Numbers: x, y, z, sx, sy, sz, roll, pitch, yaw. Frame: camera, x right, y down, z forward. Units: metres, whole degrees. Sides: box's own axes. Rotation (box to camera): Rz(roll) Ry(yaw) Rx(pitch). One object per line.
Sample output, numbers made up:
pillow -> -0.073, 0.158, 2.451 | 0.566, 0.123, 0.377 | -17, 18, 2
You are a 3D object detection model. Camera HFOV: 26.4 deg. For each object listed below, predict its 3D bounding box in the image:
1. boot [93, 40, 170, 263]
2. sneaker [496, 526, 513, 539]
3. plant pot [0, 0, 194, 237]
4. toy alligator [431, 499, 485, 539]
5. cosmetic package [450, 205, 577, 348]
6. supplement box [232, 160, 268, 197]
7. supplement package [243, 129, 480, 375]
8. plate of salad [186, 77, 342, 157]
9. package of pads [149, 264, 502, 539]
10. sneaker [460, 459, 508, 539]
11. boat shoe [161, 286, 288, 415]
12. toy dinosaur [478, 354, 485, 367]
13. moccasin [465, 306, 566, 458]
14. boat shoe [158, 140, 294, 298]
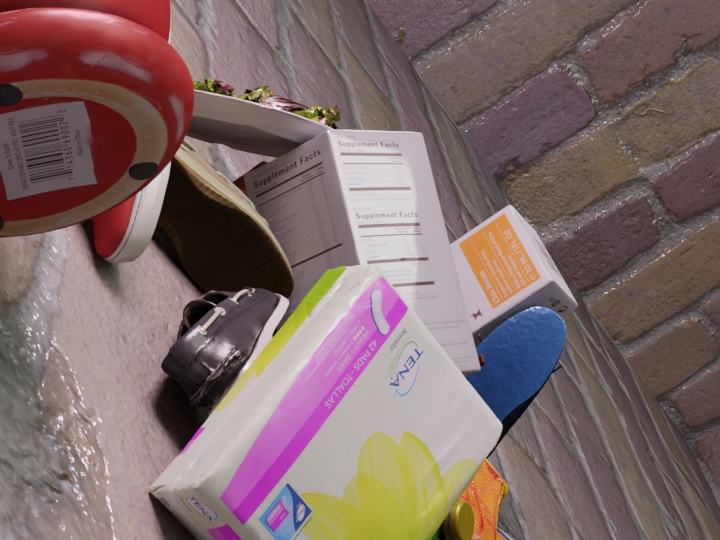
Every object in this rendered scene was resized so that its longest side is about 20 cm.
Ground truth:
boot -> -0.203, -0.106, 1.026 | 0.144, 0.072, 0.201 | 12, 63, -33
sneaker -> 0.109, 0.281, 1.218 | 0.200, 0.077, 0.112 | 62, 12, 22
plant pot -> -0.194, -0.129, 0.810 | 0.200, 0.200, 0.183 | 37, 32, -58
toy alligator -> 0.060, 0.219, 1.094 | 0.200, 0.059, 0.054 | 65, 36, -35
cosmetic package -> 0.095, 0.039, 1.480 | 0.071, 0.200, 0.102 | 39, 20, -53
supplement box -> -0.051, 0.009, 1.309 | 0.200, 0.066, 0.069 | 53, 13, -17
supplement package -> 0.000, 0.000, 1.220 | 0.109, 0.114, 0.201 | -3, 76, -45
plate of salad -> -0.097, -0.131, 1.256 | 0.200, 0.200, 0.048 | 26, 76, -68
package of pads -> -0.012, 0.116, 0.944 | 0.155, 0.068, 0.200 | 52, 56, -20
sneaker -> 0.089, 0.191, 1.234 | 0.200, 0.077, 0.073 | -103, -161, -49
boat shoe -> -0.096, 0.043, 1.042 | 0.060, 0.074, 0.200 | 38, 15, -8
toy dinosaur -> 0.024, 0.008, 1.439 | 0.105, 0.199, 0.182 | 68, 26, -71
moccasin -> 0.116, 0.116, 1.429 | 0.080, 0.200, 0.068 | 40, 0, 10
boat shoe -> -0.123, -0.049, 1.166 | 0.201, 0.073, 0.063 | 43, 22, -25
